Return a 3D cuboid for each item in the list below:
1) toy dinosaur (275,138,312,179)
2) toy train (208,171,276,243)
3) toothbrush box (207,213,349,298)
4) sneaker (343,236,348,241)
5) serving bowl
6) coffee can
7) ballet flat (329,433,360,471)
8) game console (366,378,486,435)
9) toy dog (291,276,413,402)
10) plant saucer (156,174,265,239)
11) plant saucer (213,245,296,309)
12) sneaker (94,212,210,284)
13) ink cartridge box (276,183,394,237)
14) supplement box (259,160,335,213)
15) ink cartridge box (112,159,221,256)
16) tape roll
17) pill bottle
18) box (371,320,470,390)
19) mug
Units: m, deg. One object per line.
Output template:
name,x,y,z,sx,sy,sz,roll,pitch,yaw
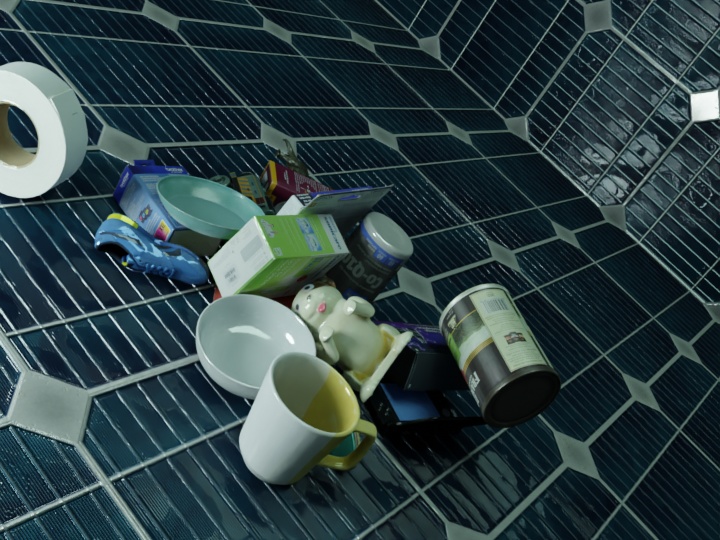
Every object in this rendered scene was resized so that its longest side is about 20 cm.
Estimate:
toy dinosaur,-0.148,-0.215,1.993,0.101,0.077,0.201,27,22,-42
toy train,-0.226,-0.123,1.685,0.111,0.087,0.201,-11,36,-12
toothbrush box,-0.139,-0.022,1.519,0.198,0.145,0.087,-8,65,-54
sneaker,-0.094,-0.023,1.746,0.197,0.082,0.073,1,71,-43
serving bowl,-0.171,0.132,1.408,0.196,0.067,0.202,16,37,-12
coffee can,0.238,0.146,1.531,0.144,0.147,0.202,13,36,-36
ballet flat,-0.044,0.232,1.427,0.070,0.071,0.201,2,43,-47
game console,0.124,0.230,1.561,0.197,0.117,0.177,9,38,-42
toy dog,-0.028,0.099,1.512,0.199,0.140,0.194,39,0,-1
plant saucer,-0.259,-0.103,1.520,0.196,0.037,0.201,20,22,-8
plant saucer,-0.166,0.039,1.605,0.197,0.037,0.202,26,29,-20
sneaker,-0.346,-0.015,1.463,0.197,0.066,0.079,29,44,-16
ink cartridge box,-0.064,-0.107,1.610,0.197,0.200,0.041,-12,68,-44
supplement box,-0.124,-0.125,1.821,0.197,0.111,0.087,22,31,-25
ink cartridge box,-0.350,-0.118,1.592,0.200,0.077,0.135,48,30,24
tape roll,-0.536,-0.223,1.401,0.201,0.204,0.071,35,27,-1
pill bottle,0.000,0.000,1.669,0.112,0.201,0.115,31,26,-17
box,0.115,0.159,1.650,0.197,0.080,0.140,7,19,-44
mug,-0.086,0.237,1.269,0.186,0.154,0.149,39,27,5
